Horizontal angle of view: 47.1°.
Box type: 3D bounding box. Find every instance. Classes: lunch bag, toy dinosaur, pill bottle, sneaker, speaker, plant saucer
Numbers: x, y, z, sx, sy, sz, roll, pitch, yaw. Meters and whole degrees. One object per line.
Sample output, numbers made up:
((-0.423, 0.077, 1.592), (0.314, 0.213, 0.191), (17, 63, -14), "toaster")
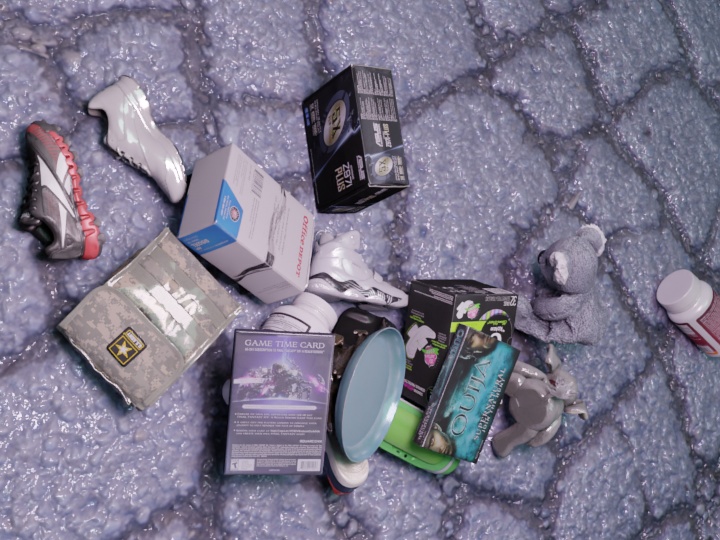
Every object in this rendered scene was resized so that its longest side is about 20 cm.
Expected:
((-0.291, 0.071, 1.137), (0.164, 0.117, 0.200), (47, 60, -10), "lunch bag")
((-0.030, 0.144, 1.236), (0.076, 0.103, 0.201), (22, 51, 11), "toy dinosaur")
((-0.114, 0.134, 1.246), (0.112, 0.112, 0.201), (43, 58, -18), "pill bottle")
((-0.325, -0.182, 1.214), (0.087, 0.074, 0.202), (-33, 92, -23), "sneaker")
((-0.044, 0.256, 1.299), (0.074, 0.085, 0.202), (2, 53, -21), "sneaker")
((0.769, 0.095, 1.872), (0.199, 0.114, 0.115), (40, 59, -21), "pill bottle")
((-0.421, -0.104, 1.115), (0.097, 0.070, 0.203), (-20, 92, -38), "sneaker")
((0.000, 0.000, 1.381), (0.197, 0.075, 0.117), (12, 74, -29), "sneaker")
((0.076, 0.266, 1.365), (0.199, 0.088, 0.090), (32, 62, -25), "speaker")
((0.012, 0.180, 1.219), (0.200, 0.027, 0.203), (-37, 133, -53), "plant saucer")

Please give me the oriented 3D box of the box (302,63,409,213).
((-0.011, -0.212, 1.372), (0.085, 0.163, 0.204), (-2, 80, -35), "box")

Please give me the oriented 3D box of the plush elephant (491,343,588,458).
((0.332, 0.229, 1.516), (0.154, 0.198, 0.167), (-6, 74, -54), "plush elephant")

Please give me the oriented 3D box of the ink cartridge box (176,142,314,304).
((-0.163, -0.064, 1.228), (0.200, 0.083, 0.147), (41, 43, -41), "ink cartridge box")

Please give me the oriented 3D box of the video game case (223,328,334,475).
((-0.113, 0.185, 1.150), (0.140, 0.019, 0.204), (4, 96, -16), "video game case")

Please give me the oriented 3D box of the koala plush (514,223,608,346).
((0.388, 0.020, 1.536), (0.176, 0.183, 0.203), (-28, 135, -38), "koala plush")

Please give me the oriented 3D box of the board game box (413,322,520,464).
((0.173, 0.200, 1.327), (0.134, 0.028, 0.203), (23, 87, -37), "board game box")

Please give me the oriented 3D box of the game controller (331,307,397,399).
((-0.010, 0.143, 1.327), (0.103, 0.043, 0.201), (16, 47, 10), "game controller")

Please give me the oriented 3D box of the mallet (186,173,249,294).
((-0.205, -0.064, 1.283), (0.066, 0.041, 0.202), (-33, 103, -38), "mallet")

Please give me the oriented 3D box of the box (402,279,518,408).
((0.164, 0.126, 1.397), (0.147, 0.124, 0.204), (1, 101, -34), "box")
